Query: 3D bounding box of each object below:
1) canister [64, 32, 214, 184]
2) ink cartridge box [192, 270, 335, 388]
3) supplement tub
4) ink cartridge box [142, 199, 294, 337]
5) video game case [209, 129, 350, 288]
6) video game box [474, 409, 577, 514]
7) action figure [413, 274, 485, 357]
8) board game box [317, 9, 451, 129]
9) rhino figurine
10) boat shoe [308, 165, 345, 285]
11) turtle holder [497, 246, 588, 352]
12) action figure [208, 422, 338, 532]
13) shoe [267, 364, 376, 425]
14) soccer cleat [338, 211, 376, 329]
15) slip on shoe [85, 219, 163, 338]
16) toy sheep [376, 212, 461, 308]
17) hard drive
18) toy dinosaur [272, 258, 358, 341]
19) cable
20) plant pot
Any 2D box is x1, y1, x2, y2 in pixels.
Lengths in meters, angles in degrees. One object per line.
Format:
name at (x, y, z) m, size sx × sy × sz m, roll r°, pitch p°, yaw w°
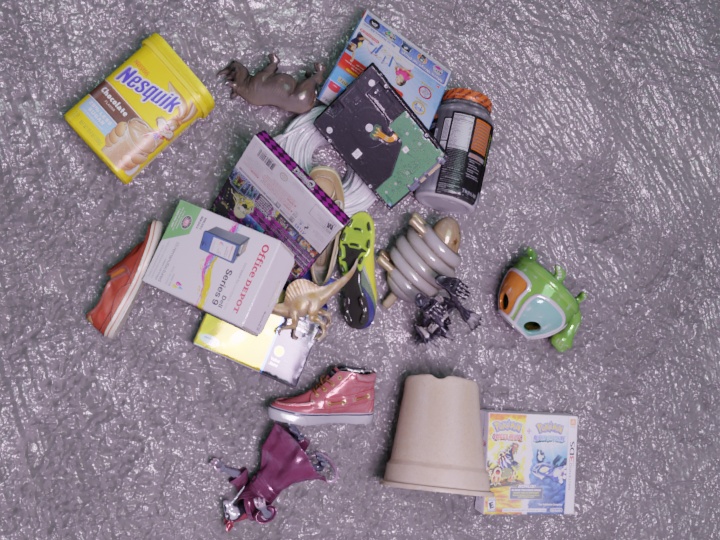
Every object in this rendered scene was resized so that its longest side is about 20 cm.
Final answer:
canister at (-0.358, -0.261, 1.048) m, size 0.149 × 0.086 × 0.200 m, roll 46°, pitch 78°, yaw -8°
ink cartridge box at (-0.160, 0.070, 1.106) m, size 0.193 × 0.047 × 0.205 m, roll 24°, pitch 83°, yaw -13°
supplement tub at (0.175, -0.216, 1.174) m, size 0.119 × 0.122 × 0.206 m, roll 16°, pitch 82°, yaw -14°
ink cartridge box at (-0.224, -0.004, 1.028) m, size 0.196 × 0.088 × 0.148 m, roll 23°, pitch 80°, yaw 15°
video game case at (-0.136, -0.093, 1.049) m, size 0.200 × 0.182 × 0.036 m, roll 44°, pitch 37°, yaw 0°
video game box at (0.317, 0.364, 1.221) m, size 0.194 × 0.047 × 0.188 m, roll 5°, pitch 83°, yaw -15°
action figure at (0.144, 0.090, 1.103) m, size 0.118 × 0.201 × 0.102 m, roll -40°, pitch 67°, yaw -10°
board game box at (0.048, -0.332, 1.144) m, size 0.197 × 0.056 × 0.199 m, roll 32°, pitch 58°, yaw -12°
rhino figurine at (-0.159, -0.322, 1.104) m, size 0.194 × 0.060 × 0.090 m, roll 13°, pitch 76°, yaw 9°
boat shoe at (-0.063, -0.073, 1.077) m, size 0.071 × 0.064 × 0.205 m, roll 4°, pitch 123°, yaw -7°
turtle holder at (0.337, 0.063, 1.210) m, size 0.132 × 0.141 × 0.185 m, roll -48°, pitch 140°, yaw 2°
action figure at (-0.158, 0.355, 1.080) m, size 0.200 × 0.134 × 0.149 m, roll -46°, pitch 141°, yaw -1°
shoe at (-0.063, 0.210, 1.103) m, size 0.195 × 0.071 × 0.094 m, roll 6°, pitch 93°, yaw -24°
soccer cleat at (-0.001, 0.000, 1.136) m, size 0.063 × 0.083 × 0.207 m, roll 2°, pitch 93°, yaw 17°
slip on shoe at (-0.378, 0.007, 1.036) m, size 0.060 × 0.074 × 0.204 m, roll 28°, pitch 85°, yaw -9°
toy sheep at (0.104, -0.013, 1.143) m, size 0.137 × 0.138 × 0.201 m, roll 39°, pitch 107°, yaw -9°
hard drive at (0.035, -0.220, 1.071) m, size 0.139 × 0.038 × 0.200 m, roll -39°, pitch 107°, yaw 21°
toy dinosaur at (-0.079, 0.058, 1.068) m, size 0.195 × 0.058 × 0.104 m, roll -20°, pitch 107°, yaw -6°
cable at (-0.054, -0.186, 1.137) m, size 0.199 × 0.069 × 0.202 m, roll -41°, pitch 98°, yaw -15°
plant pot at (0.136, 0.283, 1.112) m, size 0.195 × 0.200 × 0.189 m, roll 10°, pitch 74°, yaw -14°
